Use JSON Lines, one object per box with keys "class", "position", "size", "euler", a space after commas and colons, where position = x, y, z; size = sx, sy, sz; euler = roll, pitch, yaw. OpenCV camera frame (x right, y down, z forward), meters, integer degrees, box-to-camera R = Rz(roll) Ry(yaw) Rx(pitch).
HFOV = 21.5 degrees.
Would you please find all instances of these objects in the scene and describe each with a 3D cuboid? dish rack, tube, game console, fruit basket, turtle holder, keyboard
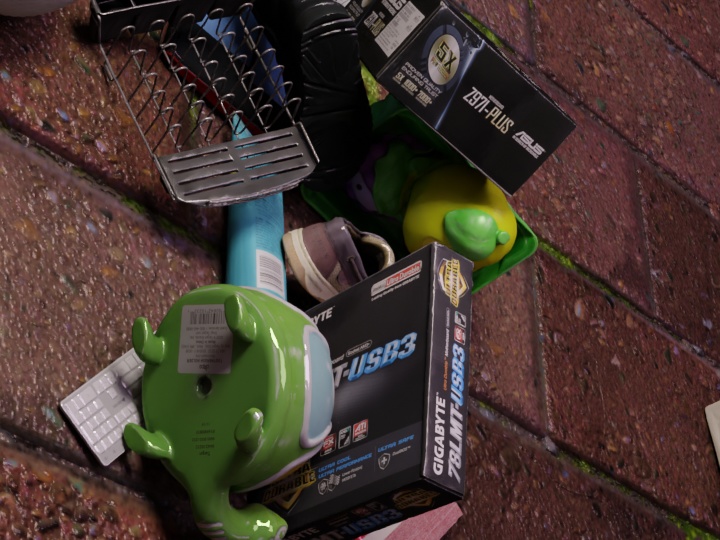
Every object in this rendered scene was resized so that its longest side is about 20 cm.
{"class": "dish rack", "position": [-0.122, -0.148, 1.531], "size": [0.153, 0.055, 0.200], "euler": [-16, 69, -29]}
{"class": "tube", "position": [-0.087, -0.037, 1.581], "size": [0.077, 0.050, 0.200], "euler": [58, 23, -47]}
{"class": "game console", "position": [-0.094, -0.204, 1.701], "size": [0.177, 0.031, 0.200], "euler": [43, 37, -30]}
{"class": "fruit basket", "position": [0.063, -0.047, 1.693], "size": [0.216, 0.155, 0.216], "euler": [46, 21, -24]}
{"class": "turtle holder", "position": [-0.078, 0.103, 1.381], "size": [0.132, 0.141, 0.186], "euler": [12, 49, -53]}
{"class": "keyboard", "position": [-0.156, 0.082, 1.427], "size": [0.056, 0.011, 0.200], "euler": [60, 32, -6]}

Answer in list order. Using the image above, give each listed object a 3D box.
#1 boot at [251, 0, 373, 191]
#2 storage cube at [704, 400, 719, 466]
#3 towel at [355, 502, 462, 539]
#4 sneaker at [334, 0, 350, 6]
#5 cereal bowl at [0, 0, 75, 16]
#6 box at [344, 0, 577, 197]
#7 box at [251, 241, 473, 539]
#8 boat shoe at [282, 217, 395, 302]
{"class": "boot", "position": [-0.053, -0.189, 1.636], "size": [0.162, 0.073, 0.198], "euler": [-123, -158, -46]}
{"class": "storage cube", "position": [0.523, 0.215, 2.139], "size": [0.180, 0.200, 0.171], "euler": [19, 54, -41]}
{"class": "towel", "position": [0.001, 0.156, 1.592], "size": [0.200, 0.023, 0.144], "euler": [60, 34, -3]}
{"class": "sneaker", "position": [-0.030, -0.306, 1.819], "size": [0.200, 0.075, 0.115], "euler": [39, 37, -39]}
{"class": "cereal bowl", "position": [-0.285, -0.276, 1.426], "size": [0.200, 0.083, 0.200], "euler": [34, 42, -38]}
{"class": "box", "position": [0.078, -0.172, 1.639], "size": [0.164, 0.086, 0.200], "euler": [40, 9, -22]}
{"class": "box", "position": [0.001, 0.103, 1.443], "size": [0.050, 0.200, 0.199], "euler": [27, 53, -34]}
{"class": "boat shoe", "position": [0.000, 0.000, 1.627], "size": [0.200, 0.065, 0.072], "euler": [33, 37, -62]}
